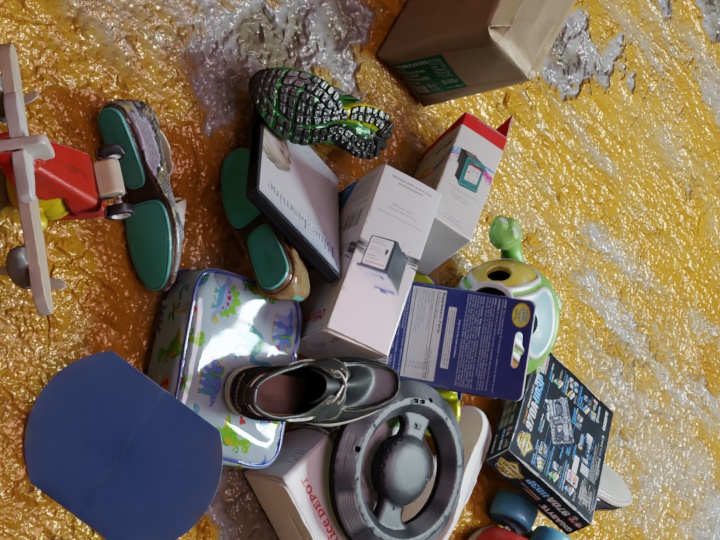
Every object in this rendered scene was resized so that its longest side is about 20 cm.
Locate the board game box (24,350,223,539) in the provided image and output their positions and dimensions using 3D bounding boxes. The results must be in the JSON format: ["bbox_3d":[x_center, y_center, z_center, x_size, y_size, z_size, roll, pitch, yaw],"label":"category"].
[{"bbox_3d":[-0.232,0.178,1.240,0.199,0.039,0.159,36,98,-1],"label":"board game box"}]

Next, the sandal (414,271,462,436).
[{"bbox_3d":[0.082,0.102,1.550,0.087,0.078,0.203,8,73,-75],"label":"sandal"}]

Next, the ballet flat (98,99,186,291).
[{"bbox_3d":[-0.213,-0.082,1.302,0.072,0.072,0.203,-22,104,-39],"label":"ballet flat"}]

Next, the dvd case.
[{"bbox_3d":[-0.071,-0.093,1.377,0.143,0.017,0.201,47,23,-29],"label":"dvd case"}]

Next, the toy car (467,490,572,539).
[{"bbox_3d":[0.240,0.402,1.577,0.177,0.199,0.186,44,62,-30],"label":"toy car"}]

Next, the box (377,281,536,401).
[{"bbox_3d":[0.105,0.081,1.484,0.032,0.197,0.123,16,84,-73],"label":"box"}]

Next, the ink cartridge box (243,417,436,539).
[{"bbox_3d":[-0.019,0.230,1.438,0.200,0.084,0.147,-40,114,-34],"label":"ink cartridge box"}]

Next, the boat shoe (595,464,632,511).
[{"bbox_3d":[0.300,0.304,1.725,0.199,0.060,0.074,15,37,-44],"label":"boat shoe"}]

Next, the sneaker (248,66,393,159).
[{"bbox_3d":[-0.056,-0.181,1.430,0.199,0.085,0.079,19,99,-47],"label":"sneaker"}]

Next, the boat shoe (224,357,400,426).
[{"bbox_3d":[-0.040,0.128,1.311,0.198,0.067,0.073,0,83,-29],"label":"boat shoe"}]

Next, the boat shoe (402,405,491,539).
[{"bbox_3d":[0.110,0.269,1.563,0.068,0.071,0.202,41,64,-55],"label":"boat shoe"}]

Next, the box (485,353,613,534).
[{"bbox_3d":[0.252,0.216,1.636,0.159,0.046,0.201,42,42,-17],"label":"box"}]

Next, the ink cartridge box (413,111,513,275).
[{"bbox_3d":[0.110,-0.108,1.528,0.067,0.116,0.202,30,57,-13],"label":"ink cartridge box"}]

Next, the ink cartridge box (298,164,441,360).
[{"bbox_3d":[0.000,0.000,1.416,0.085,0.146,0.202,23,72,-17],"label":"ink cartridge box"}]

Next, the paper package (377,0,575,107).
[{"bbox_3d":[0.149,-0.312,1.532,0.103,0.199,0.192,45,61,-30],"label":"paper package"}]

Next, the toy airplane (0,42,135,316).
[{"bbox_3d":[-0.315,-0.085,1.165,0.201,0.139,0.201,-81,153,-53],"label":"toy airplane"}]

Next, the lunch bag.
[{"bbox_3d":[-0.145,0.107,1.338,0.159,0.082,0.203,17,77,-38],"label":"lunch bag"}]

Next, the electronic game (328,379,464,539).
[{"bbox_3d":[0.044,0.224,1.410,0.198,0.041,0.203,-1,91,-41],"label":"electronic game"}]

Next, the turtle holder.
[{"bbox_3d":[0.184,0.043,1.558,0.187,0.140,0.132,-58,159,6],"label":"turtle holder"}]

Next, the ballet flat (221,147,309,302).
[{"bbox_3d":[-0.098,-0.044,1.362,0.072,0.067,0.201,38,21,-52],"label":"ballet flat"}]
